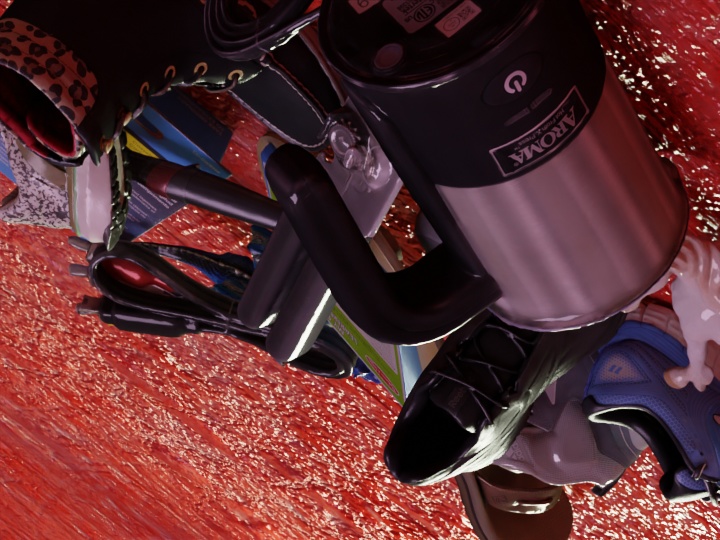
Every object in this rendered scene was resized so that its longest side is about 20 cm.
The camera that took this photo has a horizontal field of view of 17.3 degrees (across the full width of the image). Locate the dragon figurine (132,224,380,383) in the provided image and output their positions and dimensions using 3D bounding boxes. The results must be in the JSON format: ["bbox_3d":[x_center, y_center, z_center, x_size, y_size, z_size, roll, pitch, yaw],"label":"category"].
[{"bbox_3d":[-0.066,0.011,1.570,0.200,0.059,0.099,33,158,-6],"label":"dragon figurine"}]

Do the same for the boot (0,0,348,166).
[{"bbox_3d":[-0.106,-0.099,1.253,0.204,0.154,0.073,44,144,-21],"label":"boot"}]

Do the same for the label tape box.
[{"bbox_3d":[-0.159,-0.098,1.462,0.144,0.063,0.200,40,150,-14],"label":"label tape box"}]

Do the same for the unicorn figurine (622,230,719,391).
[{"bbox_3d":[0.197,0.033,1.234,0.199,0.074,0.138,16,156,4],"label":"unicorn figurine"}]

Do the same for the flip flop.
[{"bbox_3d":[0.103,0.126,1.567,0.057,0.081,0.200,2,139,30],"label":"flip flop"}]

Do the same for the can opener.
[{"bbox_3d":[-0.007,-0.030,1.307,0.053,0.067,0.200,47,140,16],"label":"can opener"}]

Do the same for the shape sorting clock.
[{"bbox_3d":[0.000,0.000,1.425,0.200,0.039,0.200,51,163,22],"label":"shape sorting clock"}]

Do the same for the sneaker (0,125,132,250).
[{"bbox_3d":[-0.183,-0.103,1.322,0.088,0.077,0.201,-4,113,4],"label":"sneaker"}]

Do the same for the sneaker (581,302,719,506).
[{"bbox_3d":[0.211,0.105,1.322,0.199,0.089,0.079,30,160,10],"label":"sneaker"}]

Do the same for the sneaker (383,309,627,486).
[{"bbox_3d":[0.080,0.046,1.284,0.076,0.091,0.200,37,117,13],"label":"sneaker"}]

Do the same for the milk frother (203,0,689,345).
[{"bbox_3d":[0.035,-0.088,1.147,0.188,0.180,0.201,56,-167,-44],"label":"milk frother"}]

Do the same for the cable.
[{"bbox_3d":[-0.097,0.016,1.512,0.199,0.050,0.097,8,142,7],"label":"cable"}]

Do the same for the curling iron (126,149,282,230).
[{"bbox_3d":[-0.105,-0.051,1.391,0.199,0.026,0.050,15,165,22],"label":"curling iron"}]

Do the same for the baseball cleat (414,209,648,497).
[{"bbox_3d":[0.090,0.052,1.363,0.200,0.107,0.070,42,168,-13],"label":"baseball cleat"}]
